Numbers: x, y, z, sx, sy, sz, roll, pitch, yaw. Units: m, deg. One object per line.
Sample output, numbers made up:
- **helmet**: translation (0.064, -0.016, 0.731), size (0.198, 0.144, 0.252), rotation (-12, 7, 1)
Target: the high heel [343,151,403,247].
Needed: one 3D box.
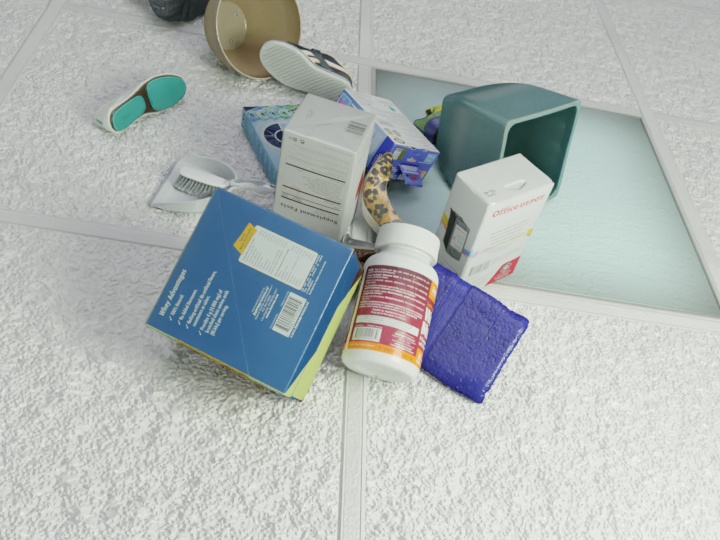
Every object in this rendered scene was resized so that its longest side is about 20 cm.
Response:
- **high heel**: translation (0.065, -0.095, 1.342), size (0.141, 0.072, 0.202), rotation (16, 70, 9)

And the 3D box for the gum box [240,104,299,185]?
- **gum box**: translation (-0.107, -0.227, 1.482), size (0.168, 0.045, 0.201), rotation (-9, 48, -25)

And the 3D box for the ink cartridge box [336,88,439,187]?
- **ink cartridge box**: translation (0.048, -0.231, 1.473), size (0.136, 0.077, 0.200), rotation (1, 41, -48)

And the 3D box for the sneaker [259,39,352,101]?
- **sneaker**: translation (-0.107, -0.403, 1.635), size (0.199, 0.079, 0.080), rotation (27, 37, -18)

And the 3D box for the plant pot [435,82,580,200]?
- **plant pot**: translation (0.246, -0.239, 1.496), size (0.194, 0.198, 0.200), rotation (-21, 43, -33)

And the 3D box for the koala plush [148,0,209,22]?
- **koala plush**: translation (-0.426, -0.639, 1.742), size (0.199, 0.178, 0.184), rotation (34, 56, 15)

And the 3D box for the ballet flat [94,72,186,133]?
- **ballet flat**: translation (-0.401, -0.309, 1.480), size (0.069, 0.070, 0.200), rotation (29, 45, 16)

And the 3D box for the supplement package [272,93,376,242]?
- **supplement package**: translation (-0.060, -0.151, 1.298), size (0.118, 0.201, 0.122), rotation (18, 42, 5)

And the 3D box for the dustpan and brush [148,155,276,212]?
- **dustpan and brush**: translation (-0.230, -0.140, 1.342), size (0.198, 0.058, 0.140), rotation (15, 42, 0)

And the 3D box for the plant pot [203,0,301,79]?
- **plant pot**: translation (-0.235, -0.489, 1.640), size (0.199, 0.203, 0.134), rotation (-23, 27, -34)

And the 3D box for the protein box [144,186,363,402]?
- **protein box**: translation (-0.131, 0.034, 1.065), size (0.198, 0.135, 0.200), rotation (24, 80, 11)

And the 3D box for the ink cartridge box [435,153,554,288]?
- **ink cartridge box**: translation (0.197, -0.068, 1.283), size (0.147, 0.201, 0.086), rotation (-20, 52, -33)

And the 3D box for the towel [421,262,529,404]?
- **towel**: translation (0.128, 0.084, 1.193), size (0.199, 0.050, 0.148), rotation (32, 77, 18)

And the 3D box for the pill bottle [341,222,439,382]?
- **pill bottle**: translation (0.047, 0.044, 1.134), size (0.108, 0.110, 0.202), rotation (15, 72, 0)

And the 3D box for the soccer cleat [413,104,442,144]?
- **soccer cleat**: translation (0.177, -0.316, 1.643), size (0.083, 0.065, 0.200), rotation (30, 45, 20)

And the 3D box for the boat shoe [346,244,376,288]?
- **boat shoe**: translation (0.002, -0.006, 1.259), size (0.200, 0.076, 0.075), rotation (19, 3, -20)
